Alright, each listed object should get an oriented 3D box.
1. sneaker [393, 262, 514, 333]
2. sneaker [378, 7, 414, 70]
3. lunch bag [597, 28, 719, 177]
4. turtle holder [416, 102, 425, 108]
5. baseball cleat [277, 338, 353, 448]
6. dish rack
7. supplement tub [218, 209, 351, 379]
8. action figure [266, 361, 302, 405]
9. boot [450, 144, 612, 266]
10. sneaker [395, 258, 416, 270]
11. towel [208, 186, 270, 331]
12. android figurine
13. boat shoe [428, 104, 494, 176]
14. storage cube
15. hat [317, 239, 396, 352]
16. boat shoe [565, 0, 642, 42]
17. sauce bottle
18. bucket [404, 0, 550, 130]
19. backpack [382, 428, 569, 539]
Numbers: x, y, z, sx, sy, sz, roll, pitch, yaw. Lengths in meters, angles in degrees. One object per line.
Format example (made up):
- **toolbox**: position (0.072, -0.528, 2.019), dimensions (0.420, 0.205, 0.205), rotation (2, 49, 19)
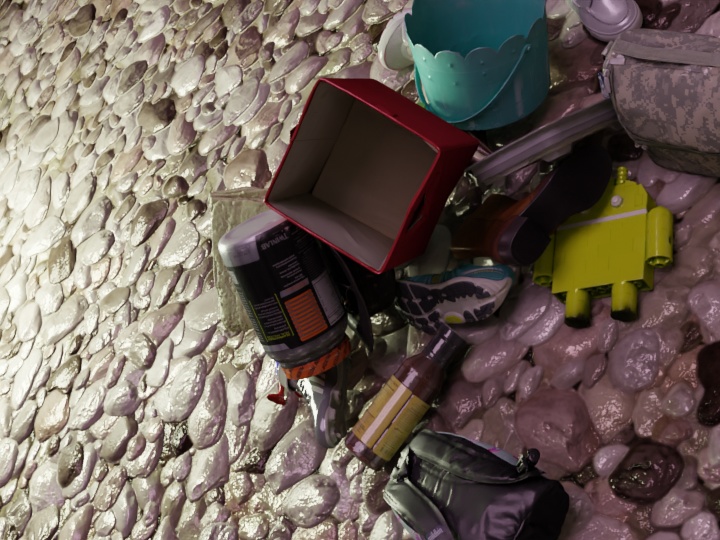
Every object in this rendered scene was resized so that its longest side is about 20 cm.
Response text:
- **sneaker**: position (0.118, 0.030, 1.489), dimensions (0.198, 0.078, 0.080), rotation (-5, 27, 46)
- **sneaker**: position (0.111, -0.353, 1.718), dimensions (0.198, 0.081, 0.089), rotation (-28, 47, 26)
- **lunch bag**: position (0.390, -0.203, 1.315), dimensions (0.199, 0.167, 0.141), rotation (20, 77, 46)
- **turtle holder**: position (0.048, -0.156, 1.581), dimensions (0.184, 0.133, 0.141), rotation (15, 43, 38)
- **baseball cleat**: position (-0.062, 0.163, 1.523), dimensions (0.105, 0.071, 0.201), rotation (-9, 34, 13)
- **dish rack**: position (0.240, -0.159, 1.417), dimensions (0.171, 0.198, 0.044), rotation (-25, 90, 51)
- **supplement tub**: position (-0.092, 0.029, 1.466), dimensions (0.121, 0.203, 0.123), rotation (-21, 15, 6)
- **action figure**: position (-0.120, 0.078, 1.638), dimensions (0.065, 0.099, 0.203), rotation (-22, 49, 27)
- **boot**: position (0.214, -0.081, 1.451), dimensions (0.190, 0.068, 0.200), rotation (-55, 15, -6)
- **sneaker**: position (0.011, -0.043, 1.604), dimensions (0.198, 0.087, 0.076), rotation (-19, 51, 30)
- **towel**: position (-0.142, -0.014, 1.579), dimensions (0.146, 0.036, 0.204), rotation (1, 100, 34)
- **android figurine**: position (0.294, -0.032, 1.385), dimensions (0.180, 0.041, 0.203), rotation (-10, 60, 37)
- **boat shoe**: position (0.145, -0.193, 1.594), dimensions (0.075, 0.075, 0.202), rotation (-46, 43, -1)
- **storage cube**: position (0.017, -0.124, 1.410), dimensions (0.198, 0.179, 0.173), rotation (31, 108, 15)
- **hat**: position (0.000, 0.000, 1.506), dimensions (0.080, 0.202, 0.201), rotation (-25, 43, -9)
- **boat shoe**: position (0.315, -0.386, 1.569), dimensions (0.072, 0.068, 0.202), rotation (-37, 45, 16)
- **sauce bottle**: position (0.061, 0.158, 1.449), dimensions (0.201, 0.065, 0.065), rotation (-51, 43, 1)
- **bucket**: position (0.163, -0.297, 1.553), dimensions (0.203, 0.136, 0.209), rotation (-11, 40, 10)
- **backpack**: position (0.121, 0.268, 1.282), dimensions (0.199, 0.127, 0.168), rotation (23, 68, 47)
